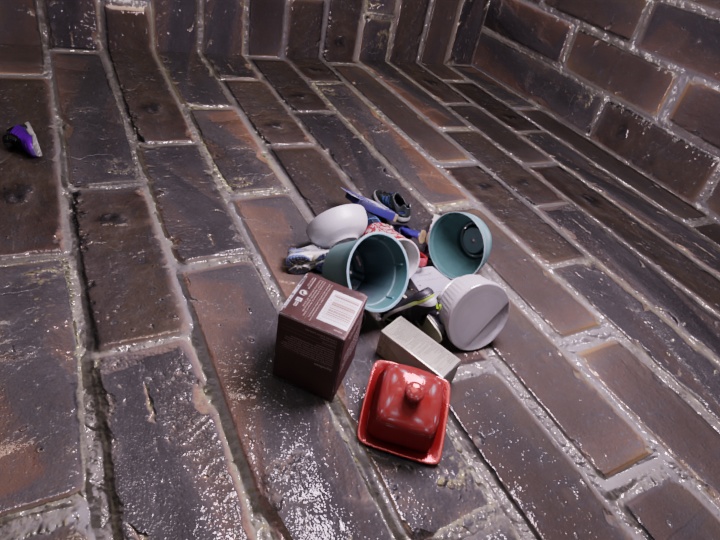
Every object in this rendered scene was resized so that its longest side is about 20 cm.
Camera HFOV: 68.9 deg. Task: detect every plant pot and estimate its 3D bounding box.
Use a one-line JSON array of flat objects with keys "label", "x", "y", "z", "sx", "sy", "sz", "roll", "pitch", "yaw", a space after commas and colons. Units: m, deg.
[{"label": "plant pot", "x": 0.326, "y": -0.085, "z": 1.621, "sx": 0.199, "sy": 0.205, "sz": 0.132, "roll": 38, "pitch": 33, "yaw": 30}, {"label": "plant pot", "x": 0.000, "y": 0.000, "z": 1.427, "sx": 0.195, "sy": 0.207, "sz": 0.194, "roll": -12, "pitch": 8, "yaw": -30}]

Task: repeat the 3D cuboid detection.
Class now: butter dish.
[{"label": "butter dish", "x": 0.106, "y": 0.285, "z": 1.135, "sx": 0.194, "sy": 0.149, "sz": 0.204, "roll": 15, "pitch": 58, "yaw": 3}]

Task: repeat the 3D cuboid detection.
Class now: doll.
[{"label": "doll", "x": 0.140, "y": -0.127, "z": 1.736, "sx": 0.134, "sy": 0.050, "sz": 0.197, "roll": 5, "pitch": 8, "yaw": -44}]

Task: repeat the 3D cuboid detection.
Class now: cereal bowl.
[{"label": "cereal bowl", "x": -0.065, "y": -0.117, "z": 1.613, "sx": 0.195, "sy": 0.200, "sz": 0.085, "roll": -12, "pitch": 73, "yaw": -30}]

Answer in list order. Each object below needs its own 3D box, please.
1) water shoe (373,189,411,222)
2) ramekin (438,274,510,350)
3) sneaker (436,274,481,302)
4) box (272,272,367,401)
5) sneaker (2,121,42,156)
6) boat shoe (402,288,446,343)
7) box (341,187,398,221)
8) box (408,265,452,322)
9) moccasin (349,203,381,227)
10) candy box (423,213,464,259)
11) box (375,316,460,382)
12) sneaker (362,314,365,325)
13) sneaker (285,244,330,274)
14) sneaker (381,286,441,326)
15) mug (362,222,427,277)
[{"label": "water shoe", "x": 0.123, "y": -0.259, "z": 1.929, "sx": 0.070, "sy": 0.081, "sz": 0.200, "roll": -16, "pitch": 46, "yaw": -34}, {"label": "ramekin", "x": 0.301, "y": 0.106, "z": 1.428, "sx": 0.196, "sy": 0.208, "sz": 0.094, "roll": -3, "pitch": 26, "yaw": -22}, {"label": "sneaker", "x": 0.308, "y": 0.070, "z": 1.513, "sx": 0.196, "sy": 0.076, "sz": 0.089, "roll": -14, "pitch": 56, "yaw": -36}, {"label": "box", "x": -0.095, "y": 0.152, "z": 1.225, "sx": 0.160, "sy": 0.204, "sz": 0.167, "roll": 20, "pitch": 36, "yaw": 9}, {"label": "sneaker", "x": -1.137, "y": -0.427, "z": 1.754, "sx": 0.098, "sy": 0.071, "sz": 0.200, "roll": -21, "pitch": 44, "yaw": -28}, {"label": "boat shoe", "x": 0.176, "y": 0.121, "z": 1.461, "sx": 0.062, "sy": 0.075, "sz": 0.202, "roll": -19, "pitch": 42, "yaw": -25}, {"label": "box", "x": 0.025, "y": -0.230, "z": 1.820, "sx": 0.196, "sy": 0.033, "sz": 0.121, "roll": 20, "pitch": 13, "yaw": -30}, {"label": "box", "x": 0.237, "y": 0.066, "z": 1.580, "sx": 0.152, "sy": 0.042, "sz": 0.202, "roll": -6, "pitch": 43, "yaw": -26}, {"label": "moccasin", "x": 0.000, "y": -0.164, "z": 1.777, "sx": 0.067, "sy": 0.083, "sz": 0.199, "roll": 3, "pitch": 22, "yaw": -37}, {"label": "candy box", "x": 0.294, "y": -0.104, "z": 1.800, "sx": 0.133, "sy": 0.062, "sz": 0.202, "roll": 17, "pitch": 38, "yaw": 5}, {"label": "box", "x": 0.144, "y": 0.216, "z": 1.324, "sx": 0.198, "sy": 0.079, "sz": 0.094, "roll": 36, "pitch": 42, "yaw": 27}, {"label": "sneaker", "x": -0.086, "y": 0.112, "z": 1.399, "sx": 0.194, "sy": 0.077, "sz": 0.082, "roll": 8, "pitch": 27, "yaw": -19}, {"label": "sneaker", "x": -0.130, "y": -0.045, "z": 1.577, "sx": 0.194, "sy": 0.079, "sz": 0.086, "roll": 1, "pitch": 34, "yaw": -17}, {"label": "sneaker", "x": 0.132, "y": 0.116, "z": 1.392, "sx": 0.071, "sy": 0.198, "sz": 0.084, "roll": -29, "pitch": 88, "yaw": -43}, {"label": "mug", "x": 0.096, "y": -0.051, "z": 1.609, "sx": 0.177, "sy": 0.134, "sz": 0.200, "roll": 39, "pitch": 5, "yaw": -30}]
